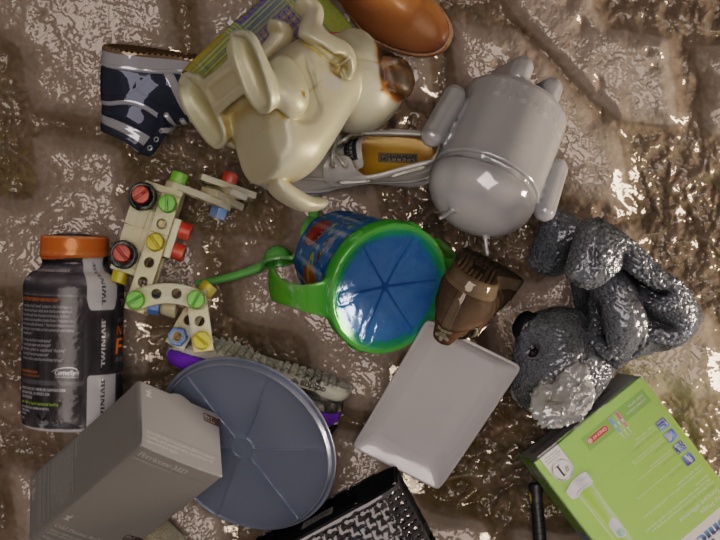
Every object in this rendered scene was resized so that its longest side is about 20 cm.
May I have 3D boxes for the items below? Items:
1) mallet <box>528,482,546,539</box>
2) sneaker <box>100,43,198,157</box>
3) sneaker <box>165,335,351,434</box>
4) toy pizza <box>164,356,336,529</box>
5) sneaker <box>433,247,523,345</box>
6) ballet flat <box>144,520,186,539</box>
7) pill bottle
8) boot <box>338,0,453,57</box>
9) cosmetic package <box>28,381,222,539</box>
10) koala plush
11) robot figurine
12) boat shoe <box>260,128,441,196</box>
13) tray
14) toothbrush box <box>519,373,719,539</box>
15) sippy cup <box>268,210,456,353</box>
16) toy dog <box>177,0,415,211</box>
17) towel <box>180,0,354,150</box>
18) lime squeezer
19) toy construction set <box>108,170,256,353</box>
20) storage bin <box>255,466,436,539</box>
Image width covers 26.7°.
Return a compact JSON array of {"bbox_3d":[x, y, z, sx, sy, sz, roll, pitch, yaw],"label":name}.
[{"bbox_3d":[0.194,0.327,1.596,0.041,0.066,0.201,-5,92,-1],"label":"mallet"},{"bbox_3d":[-0.176,-0.170,1.584,0.199,0.070,0.109,8,102,-8],"label":"sneaker"},{"bbox_3d":[-0.117,0.137,1.593,0.199,0.070,0.100,18,99,2],"label":"sneaker"},{"bbox_3d":[-0.115,0.176,1.559,0.199,0.032,0.201,9,116,18],"label":"toy pizza"},{"bbox_3d":[0.107,0.027,1.505,0.070,0.200,0.076,31,101,13],"label":"sneaker"},{"bbox_3d":[-0.191,0.339,1.604,0.067,0.062,0.200,-36,91,2],"label":"ballet flat"},{"bbox_3d":[-0.299,0.062,1.574,0.105,0.106,0.201,1,93,1],"label":"pill bottle"},{"bbox_3d":[0.011,-0.292,1.532,0.200,0.155,0.077,42,92,-1],"label":"boot"},{"bbox_3d":[-0.239,0.208,1.532,0.106,0.091,0.200,25,131,-33],"label":"cosmetic package"},{"bbox_3d":[0.228,0.070,1.539,0.183,0.177,0.200,36,88,-10],"label":"koala plush"},{"bbox_3d":[0.138,-0.118,1.540,0.169,0.113,0.201,29,68,-17],"label":"robot figurine"},{"bbox_3d":[-0.012,-0.117,1.568,0.199,0.070,0.071,0,75,-5],"label":"boat shoe"},{"bbox_3d":[0.077,0.137,1.568,0.107,0.022,0.200,26,127,-4],"label":"tray"},{"bbox_3d":[0.285,0.229,1.575,0.145,0.086,0.200,-38,90,-5],"label":"toothbrush box"},{"bbox_3d":[0.000,0.000,1.544,0.177,0.130,0.140,30,92,-33],"label":"sippy cup"},{"bbox_3d":[-0.039,-0.171,1.471,0.200,0.140,0.194,-27,81,-39],"label":"toy dog"},{"bbox_3d":[-0.081,-0.202,1.550,0.144,0.023,0.200,47,61,-12],"label":"towel"},{"bbox_3d":[-0.085,-0.034,1.602,0.071,0.038,0.200,44,93,-1],"label":"lime squeezer"},{"bbox_3d":[-0.183,-0.023,1.551,0.130,0.092,0.201,17,71,2],"label":"toy construction set"},{"bbox_3d":[-0.028,0.295,1.562,0.199,0.135,0.094,-29,91,2],"label":"storage bin"}]
